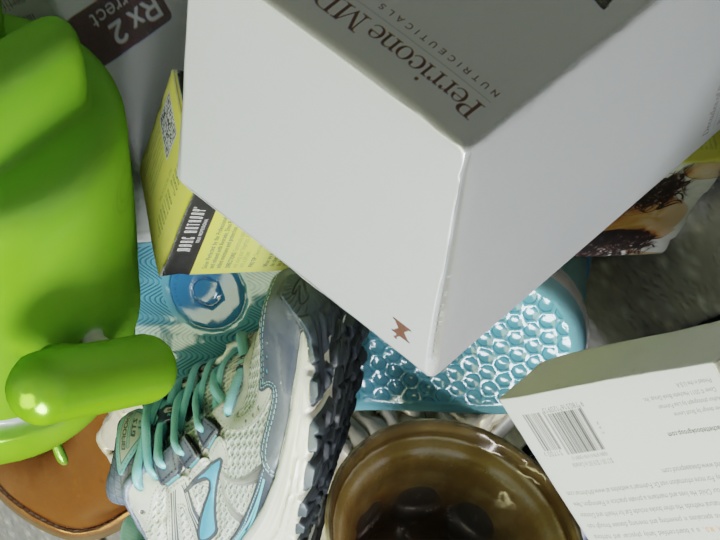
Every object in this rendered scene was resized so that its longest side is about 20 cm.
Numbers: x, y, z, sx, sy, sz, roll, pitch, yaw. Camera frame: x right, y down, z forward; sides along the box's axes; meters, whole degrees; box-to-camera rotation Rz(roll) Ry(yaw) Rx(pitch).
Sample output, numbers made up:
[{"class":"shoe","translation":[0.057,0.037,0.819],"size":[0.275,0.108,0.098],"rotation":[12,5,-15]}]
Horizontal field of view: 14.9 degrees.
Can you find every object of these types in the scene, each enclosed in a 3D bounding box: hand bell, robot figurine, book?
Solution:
[{"class":"hand bell","translation":[0.001,0.151,1.084],"size":[0.104,0.104,0.200],"rotation":[46,142,9]},{"class":"robot figurine","translation":[-0.139,-0.011,0.992],"size":[0.175,0.116,0.200],"rotation":[34,145,25]},{"class":"book","translation":[0.141,0.114,0.943],"size":[0.200,0.048,0.134],"rotation":[58,151,-10]}]

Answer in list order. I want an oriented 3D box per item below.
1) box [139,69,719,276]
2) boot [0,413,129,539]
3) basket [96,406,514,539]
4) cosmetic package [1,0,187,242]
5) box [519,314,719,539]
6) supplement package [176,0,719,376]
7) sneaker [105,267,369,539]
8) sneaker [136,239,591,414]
[{"class":"box","translation":[0.026,-0.038,0.993],"size":[0.075,0.200,0.050],"rotation":[115,148,-58]},{"class":"boot","translation":[-0.127,0.065,1.417],"size":[0.200,0.074,0.155],"rotation":[7,131,31]},{"class":"basket","translation":[-0.018,0.055,1.217],"size":[0.136,0.123,0.200],"rotation":[47,150,6]},{"class":"cosmetic package","translation":[-0.105,-0.134,1.090],"size":[0.165,0.165,0.200],"rotation":[-5,120,54]},{"class":"box","translation":[0.158,0.097,1.048],"size":[0.148,0.104,0.200],"rotation":[52,149,-3]},{"class":"supplement package","translation":[0.051,-0.084,0.899],"size":[0.117,0.200,0.117],"rotation":[38,147,21]},{"class":"sneaker","translation":[-0.053,0.072,1.033],"size":[0.086,0.078,0.200],"rotation":[18,135,3]},{"class":"sneaker","translation":[0.000,0.000,1.102],"size":[0.200,0.131,0.080],"rotation":[7,117,12]}]
